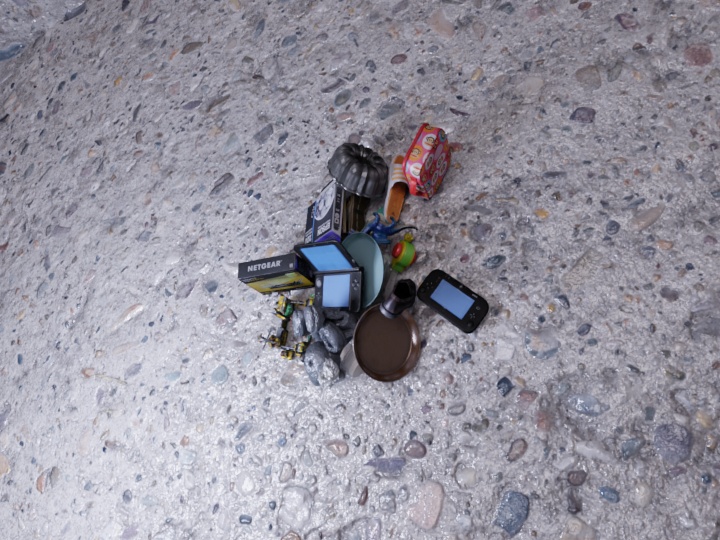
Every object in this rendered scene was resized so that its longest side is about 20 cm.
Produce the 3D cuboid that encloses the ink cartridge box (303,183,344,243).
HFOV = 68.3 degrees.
[{"bbox_3d":[-0.113,-0.126,1.593,0.196,0.042,0.208,-27,55,56],"label":"ink cartridge box"}]

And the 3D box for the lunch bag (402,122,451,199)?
[{"bbox_3d":[0.185,-0.292,1.501,0.080,0.200,0.181,24,80,22],"label":"lunch bag"}]

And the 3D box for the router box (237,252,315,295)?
[{"bbox_3d":[-0.247,0.014,1.595,0.192,0.157,0.054,-9,67,19],"label":"router box"}]

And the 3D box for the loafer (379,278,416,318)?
[{"bbox_3d":[0.114,0.062,1.410,0.071,0.199,0.064,35,120,9],"label":"loafer"}]

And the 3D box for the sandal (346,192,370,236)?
[{"bbox_3d":[-0.016,-0.190,1.627,0.053,0.079,0.209,-3,73,43],"label":"sandal"}]

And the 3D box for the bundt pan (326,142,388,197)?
[{"bbox_3d":[0.000,-0.310,1.581,0.203,0.197,0.077,51,132,28],"label":"bundt pan"}]

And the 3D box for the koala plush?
[{"bbox_3d":[-0.095,0.215,1.438,0.177,0.176,0.209,12,75,-21],"label":"koala plush"}]

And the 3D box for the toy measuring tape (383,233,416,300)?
[{"bbox_3d":[0.113,-0.010,1.500,0.071,0.073,0.207,13,77,25],"label":"toy measuring tape"}]

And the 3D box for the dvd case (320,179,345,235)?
[{"bbox_3d":[-0.085,-0.184,1.631,0.148,0.015,0.208,-31,55,53],"label":"dvd case"}]

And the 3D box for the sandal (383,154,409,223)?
[{"bbox_3d":[0.121,-0.240,1.572,0.058,0.077,0.216,-4,74,52],"label":"sandal"}]

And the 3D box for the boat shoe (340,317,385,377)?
[{"bbox_3d":[0.015,0.195,1.477,0.068,0.071,0.204,32,94,30],"label":"boat shoe"}]

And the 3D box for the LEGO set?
[{"bbox_3d":[-0.207,0.152,1.550,0.149,0.116,0.207,13,77,26],"label":"LEGO set"}]

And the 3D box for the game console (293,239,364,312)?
[{"bbox_3d":[-0.093,0.021,1.455,0.196,0.114,0.184,-4,81,46],"label":"game console"}]

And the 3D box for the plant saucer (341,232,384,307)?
[{"bbox_3d":[0.000,0.000,1.461,0.196,0.027,0.209,-3,86,46],"label":"plant saucer"}]

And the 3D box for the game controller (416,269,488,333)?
[{"bbox_3d":[0.247,0.080,1.430,0.198,0.042,0.106,36,87,28],"label":"game controller"}]

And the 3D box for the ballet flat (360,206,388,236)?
[{"bbox_3d":[0.031,-0.112,1.573,0.066,0.070,0.203,31,85,25],"label":"ballet flat"}]

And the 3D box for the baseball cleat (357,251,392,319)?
[{"bbox_3d":[0.024,0.039,1.501,0.105,0.069,0.206,31,106,31],"label":"baseball cleat"}]

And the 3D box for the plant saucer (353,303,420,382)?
[{"bbox_3d":[0.067,0.191,1.416,0.192,0.034,0.210,2,86,-19],"label":"plant saucer"}]

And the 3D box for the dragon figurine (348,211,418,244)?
[{"bbox_3d":[0.064,-0.104,1.509,0.192,0.059,0.104,15,91,6],"label":"dragon figurine"}]
